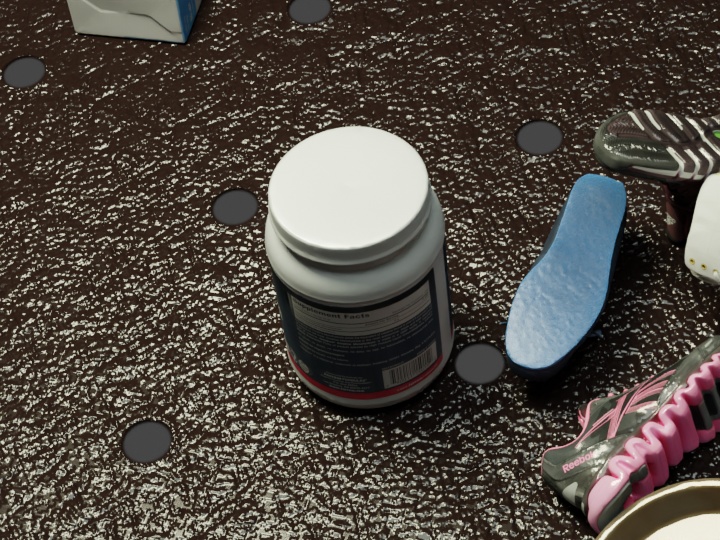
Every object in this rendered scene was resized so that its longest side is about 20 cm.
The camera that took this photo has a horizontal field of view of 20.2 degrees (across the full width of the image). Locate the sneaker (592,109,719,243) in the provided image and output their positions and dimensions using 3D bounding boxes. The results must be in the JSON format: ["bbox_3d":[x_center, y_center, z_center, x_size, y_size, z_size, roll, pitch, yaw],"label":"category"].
[{"bbox_3d":[0.259,-0.067,1.656,0.198,0.116,0.076,-3,43,-32],"label":"sneaker"}]

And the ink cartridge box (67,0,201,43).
[{"bbox_3d":[-0.199,-0.317,1.955,0.115,0.067,0.201,7,53,13],"label":"ink cartridge box"}]

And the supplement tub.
[{"bbox_3d":[0.000,0.000,1.589,0.139,0.201,0.141,-3,50,4],"label":"supplement tub"}]

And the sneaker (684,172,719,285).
[{"bbox_3d":[0.316,0.018,1.591,0.115,0.202,0.073,0,7,44],"label":"sneaker"}]

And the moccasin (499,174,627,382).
[{"bbox_3d":[0.175,0.015,1.643,0.080,0.068,0.201,23,59,15],"label":"moccasin"}]

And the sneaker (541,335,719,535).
[{"bbox_3d":[0.215,0.112,1.562,0.095,0.079,0.200,26,57,39],"label":"sneaker"}]

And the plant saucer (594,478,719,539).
[{"bbox_3d":[0.242,0.244,1.438,0.198,0.029,0.202,-15,53,21],"label":"plant saucer"}]
